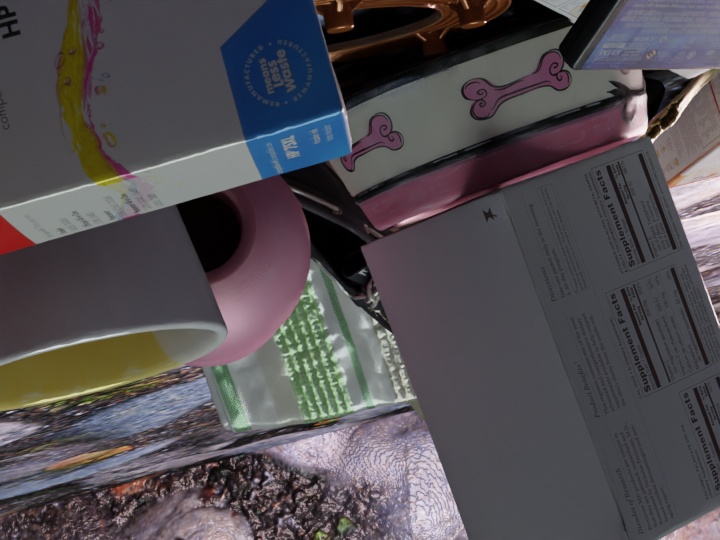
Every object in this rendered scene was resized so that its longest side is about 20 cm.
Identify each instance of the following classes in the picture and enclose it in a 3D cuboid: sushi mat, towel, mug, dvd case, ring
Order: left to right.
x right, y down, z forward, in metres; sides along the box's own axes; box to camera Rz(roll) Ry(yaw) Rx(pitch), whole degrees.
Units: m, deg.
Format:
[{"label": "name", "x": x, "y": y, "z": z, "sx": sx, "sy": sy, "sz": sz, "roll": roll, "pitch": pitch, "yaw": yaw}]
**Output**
[{"label": "mug", "x": -0.170, "y": -0.017, "z": 0.809, "sx": 0.186, "sy": 0.153, "sz": 0.149, "roll": -21, "pitch": 168, "yaw": 30}, {"label": "ring", "x": -0.024, "y": -0.110, "z": 0.804, "sx": 0.200, "sy": 0.019, "sz": 0.200, "roll": -10, "pitch": 178, "yaw": 0}, {"label": "towel", "x": -0.016, "y": 0.031, "z": 1.116, "sx": 0.200, "sy": 0.149, "sz": 0.031, "roll": -12, "pitch": -151, "yaw": 9}, {"label": "sushi mat", "x": 0.190, "y": -0.090, "z": 1.053, "sx": 0.096, "sy": 0.012, "sz": 0.200, "roll": -50, "pitch": 175, "yaw": 27}, {"label": "dvd case", "x": 0.190, "y": -0.166, "z": 0.734, "sx": 0.142, "sy": 0.018, "sz": 0.200, "roll": -5, "pitch": 144, "yaw": -35}]

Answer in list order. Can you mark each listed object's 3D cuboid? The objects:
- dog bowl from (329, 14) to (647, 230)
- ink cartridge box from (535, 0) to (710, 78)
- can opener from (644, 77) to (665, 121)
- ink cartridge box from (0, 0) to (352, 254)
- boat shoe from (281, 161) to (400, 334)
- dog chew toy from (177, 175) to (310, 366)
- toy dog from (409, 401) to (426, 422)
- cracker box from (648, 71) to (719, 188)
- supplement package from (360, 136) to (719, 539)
[{"label": "dog bowl", "x": 0.075, "y": -0.083, "z": 0.942, "sx": 0.200, "sy": 0.074, "sz": 0.200, "roll": -20, "pitch": 179, "yaw": 0}, {"label": "ink cartridge box", "x": 0.160, "y": -0.159, "z": 0.823, "sx": 0.109, "sy": 0.050, "sz": 0.200, "roll": -23, "pitch": 158, "yaw": 34}, {"label": "can opener", "x": 0.100, "y": -0.089, "z": 1.072, "sx": 0.200, "sy": 0.063, "sz": 0.079, "roll": -16, "pitch": 149, "yaw": -15}, {"label": "ink cartridge box", "x": -0.114, "y": -0.081, "z": 0.662, "sx": 0.200, "sy": 0.116, "sz": 0.067, "roll": -16, "pitch": 170, "yaw": -1}, {"label": "boat shoe", "x": 0.000, "y": 0.000, "z": 1.035, "sx": 0.073, "sy": 0.200, "sz": 0.063, "roll": -36, "pitch": -163, "yaw": 36}, {"label": "dog chew toy", "x": -0.092, "y": 0.001, "z": 0.960, "sx": 0.124, "sy": 0.125, "sz": 0.200, "roll": -14, "pitch": 167, "yaw": -7}, {"label": "toy dog", "x": 0.079, "y": 0.005, "z": 1.238, "sx": 0.200, "sy": 0.194, "sz": 0.140, "roll": -47, "pitch": 157, "yaw": -9}, {"label": "cracker box", "x": 0.307, "y": -0.126, "z": 1.197, "sx": 0.134, "sy": 0.058, "sz": 0.200, "roll": -13, "pitch": 170, "yaw": -15}, {"label": "supplement package", "x": 0.112, "y": 0.049, "z": 0.927, "sx": 0.111, "sy": 0.200, "sz": 0.156, "roll": -20, "pitch": 180, "yaw": -30}]
